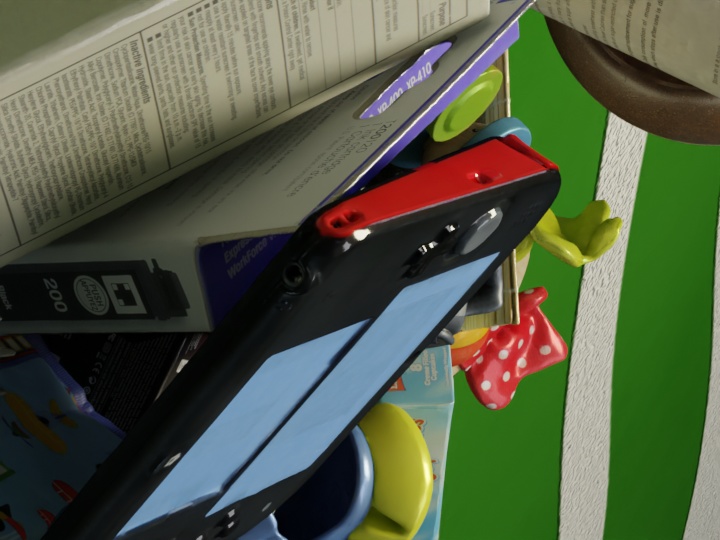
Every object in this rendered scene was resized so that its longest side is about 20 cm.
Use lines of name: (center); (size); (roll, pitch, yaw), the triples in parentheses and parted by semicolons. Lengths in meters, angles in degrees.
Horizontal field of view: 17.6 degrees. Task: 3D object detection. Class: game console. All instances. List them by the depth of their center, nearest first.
game console: (-0.024, 0.039, 0.774); (0.200, 0.031, 0.177); (-50, 170, 26)

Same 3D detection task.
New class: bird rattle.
bird rattle: (0.053, 0.012, 1.320); (0.163, 0.113, 0.200); (-30, 158, -38)

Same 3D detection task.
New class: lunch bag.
lunch bag: (-0.185, 0.126, 0.833); (0.200, 0.094, 0.151); (-50, 168, 21)

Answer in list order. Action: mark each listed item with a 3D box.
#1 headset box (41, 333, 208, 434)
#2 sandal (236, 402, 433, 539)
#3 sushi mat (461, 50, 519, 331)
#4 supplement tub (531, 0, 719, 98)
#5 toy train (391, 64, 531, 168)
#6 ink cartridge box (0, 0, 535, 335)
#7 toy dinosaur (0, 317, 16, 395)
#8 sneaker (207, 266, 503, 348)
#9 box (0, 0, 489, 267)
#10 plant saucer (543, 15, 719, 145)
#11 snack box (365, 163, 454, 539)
headset box: (-0.084, 0.058, 0.994); (0.149, 0.075, 0.200); (-64, 161, 1)
sandal: (-0.052, 0.130, 0.970); (0.087, 0.080, 0.200); (10, 122, -31)
sushi mat: (0.049, -0.071, 1.053); (0.096, 0.012, 0.201); (157, -69, -74)
supplement tub: (0.150, -0.164, 1.108); (0.132, 0.200, 0.132); (-52, 159, -29)
toy train: (0.010, -0.100, 0.935); (0.085, 0.116, 0.200); (-40, 157, -8)
ink cartridge box: (-0.033, -0.048, 0.816); (0.198, 0.200, 0.043); (-46, 121, -39)
toy dinosaur: (-0.179, 0.049, 0.651); (0.200, 0.105, 0.182); (-1, 98, -26)
sneaker: (0.000, 0.000, 0.916); (0.200, 0.081, 0.074); (-21, 120, -68)
box: (-0.061, -0.089, 0.727); (0.200, 0.078, 0.095); (-28, 151, -15)
plant saucer: (0.180, -0.165, 1.186); (0.201, 0.200, 0.034); (-66, 159, 10)
snack box: (0.016, 0.013, 1.088); (0.116, 0.037, 0.200); (93, -5, -52)
